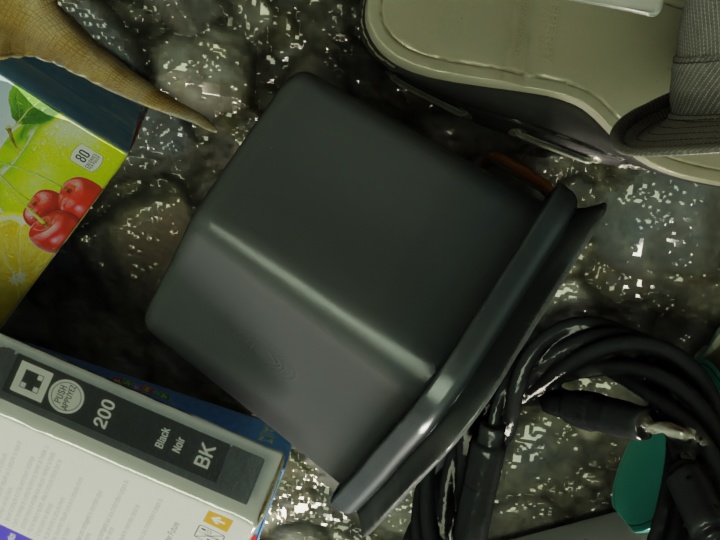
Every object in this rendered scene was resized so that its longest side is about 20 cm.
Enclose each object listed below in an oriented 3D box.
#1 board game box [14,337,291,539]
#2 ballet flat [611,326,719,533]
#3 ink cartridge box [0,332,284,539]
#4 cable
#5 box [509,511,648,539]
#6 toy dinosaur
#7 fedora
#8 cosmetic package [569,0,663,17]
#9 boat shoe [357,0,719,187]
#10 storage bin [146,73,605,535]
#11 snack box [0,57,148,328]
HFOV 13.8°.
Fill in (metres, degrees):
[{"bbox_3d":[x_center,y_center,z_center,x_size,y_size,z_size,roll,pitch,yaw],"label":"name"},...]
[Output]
[{"bbox_3d":[-0.130,0.137,1.422,0.151,0.037,0.200,19,123,-1],"label":"board game box"},{"bbox_3d":[0.183,0.048,1.293,0.072,0.072,0.200,26,124,-7],"label":"ballet flat"},{"bbox_3d":[-0.151,0.095,1.308,0.200,0.043,0.198,23,149,-5],"label":"ink cartridge box"},{"bbox_3d":[0.078,0.115,1.307,0.051,0.164,0.200,9,144,-46],"label":"cable"},{"bbox_3d":[0.101,0.179,1.402,0.200,0.048,0.122,-17,119,21],"label":"box"},{"bbox_3d":[-0.142,-0.113,1.220,0.200,0.101,0.058,32,128,-5],"label":"toy dinosaur"},{"bbox_3d":[0.184,-0.106,1.133,0.177,0.200,0.091,-2,101,49],"label":"fedora"},{"bbox_3d":[0.032,-0.176,1.162,0.199,0.090,0.107,10,123,1],"label":"cosmetic package"},{"bbox_3d":[0.094,-0.081,1.240,0.199,0.073,0.063,18,167,-8],"label":"boat shoe"},{"bbox_3d":[0.000,0.000,1.228,0.134,0.146,0.200,34,160,-1],"label":"storage bin"},{"bbox_3d":[-0.213,-0.043,1.302,0.168,0.068,0.200,33,121,-12],"label":"snack box"}]
